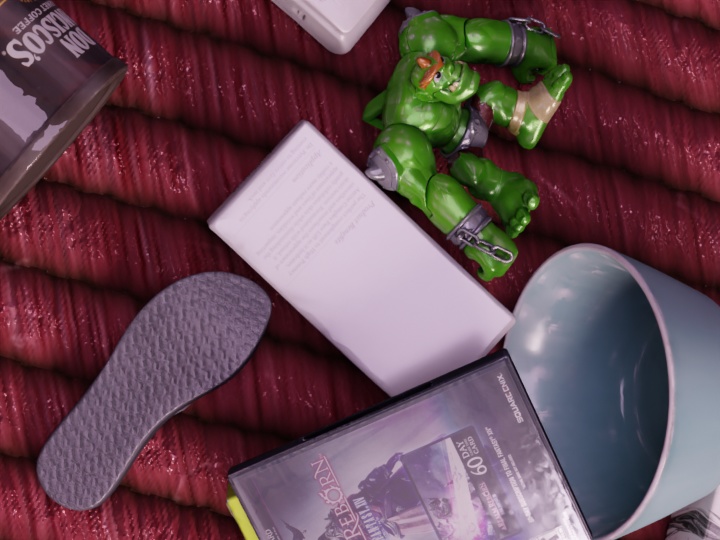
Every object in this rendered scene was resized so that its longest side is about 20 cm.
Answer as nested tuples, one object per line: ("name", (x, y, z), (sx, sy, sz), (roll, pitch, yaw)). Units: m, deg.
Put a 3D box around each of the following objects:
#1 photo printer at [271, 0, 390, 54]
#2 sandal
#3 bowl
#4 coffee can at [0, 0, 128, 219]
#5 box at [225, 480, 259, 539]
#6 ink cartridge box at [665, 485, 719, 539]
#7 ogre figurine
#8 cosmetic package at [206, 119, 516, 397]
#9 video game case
("photo printer", (-0.013, -0.278, 1.504), (0.166, 0.069, 0.200), (39, 79, -5))
("sandal", (-0.143, 0.076, 1.469), (0.200, 0.043, 0.076), (-44, 86, -1))
("bowl", (0.189, 0.084, 1.460), (0.104, 0.200, 0.203), (2, 84, -30))
("coffee can", (-0.273, -0.144, 1.407), (0.200, 0.146, 0.147), (42, 80, -4))
("box", (0.024, 0.157, 1.439), (0.199, 0.048, 0.123), (-23, 106, 7))
("ink cartridge box", (0.293, 0.197, 1.505), (0.145, 0.084, 0.202), (16, 83, -8))
("ogre figurine", (0.069, -0.099, 1.479), (0.119, 0.098, 0.201), (22, 78, -14))
("cosmetic package", (0.000, 0.000, 1.474), (0.200, 0.074, 0.102), (44, 90, -5))
("video game case", (0.033, 0.153, 1.404), (0.199, 0.019, 0.144), (-24, 105, 7))
